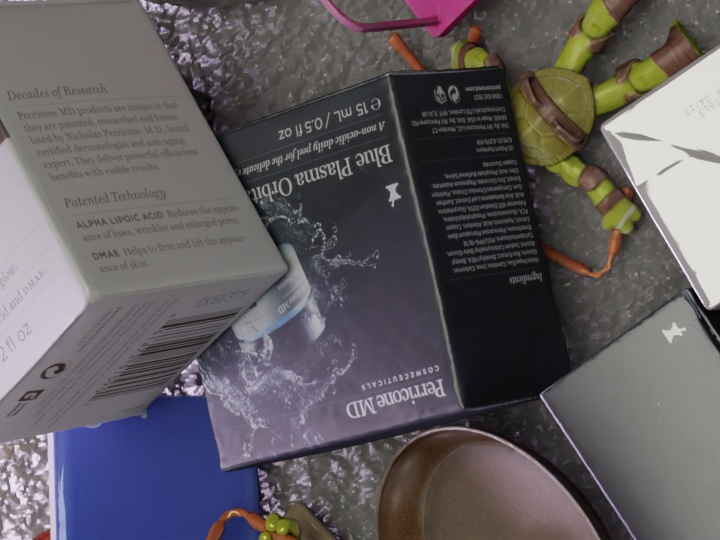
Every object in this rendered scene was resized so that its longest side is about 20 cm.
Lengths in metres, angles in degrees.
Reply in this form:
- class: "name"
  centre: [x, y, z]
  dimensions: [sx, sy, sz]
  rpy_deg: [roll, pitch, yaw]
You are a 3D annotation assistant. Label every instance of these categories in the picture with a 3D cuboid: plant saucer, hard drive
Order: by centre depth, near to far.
- class: "plant saucer"
  centre: [0.091, 0.182, 1.630]
  dimensions: [0.199, 0.032, 0.202]
  rpy_deg: [25, 126, 39]
- class: "hard drive"
  centre: [-0.125, 0.178, 1.689]
  dimensions: [0.131, 0.025, 0.202]
  rpy_deg: [1, 78, -20]

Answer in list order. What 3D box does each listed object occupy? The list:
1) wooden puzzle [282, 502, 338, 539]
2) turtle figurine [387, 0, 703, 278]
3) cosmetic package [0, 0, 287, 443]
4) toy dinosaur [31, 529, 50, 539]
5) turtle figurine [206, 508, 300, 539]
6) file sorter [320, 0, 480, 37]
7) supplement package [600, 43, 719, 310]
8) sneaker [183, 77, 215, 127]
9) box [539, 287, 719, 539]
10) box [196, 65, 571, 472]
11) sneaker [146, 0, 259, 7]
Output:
- class: "wooden puzzle"
  centre: [-0.030, 0.276, 1.710]
  dimensions: [0.200, 0.037, 0.185]
  rpy_deg: [46, 105, 24]
- class: "turtle figurine"
  centre: [0.116, -0.109, 1.644]
  dimensions: [0.161, 0.064, 0.200]
  rpy_deg: [-44, 76, 15]
- class: "cosmetic package"
  centre: [-0.184, -0.030, 1.596]
  dimensions: [0.165, 0.164, 0.201]
  rpy_deg: [-44, 68, 35]
- class: "toy dinosaur"
  centre: [-0.280, 0.223, 1.728]
  dimensions: [0.105, 0.181, 0.201]
  rpy_deg: [35, 101, 17]
- class: "turtle figurine"
  centre: [-0.019, 0.240, 1.643]
  dimensions: [0.160, 0.064, 0.202]
  rpy_deg: [-7, 71, 16]
- class: "file sorter"
  centre: [0.045, -0.248, 1.578]
  dimensions: [0.200, 0.125, 0.139]
  rpy_deg: [-44, 77, 27]
- class: "supplement package"
  centre: [0.235, -0.057, 1.528]
  dimensions: [0.121, 0.200, 0.120]
  rpy_deg: [-34, 78, 17]
- class: "sneaker"
  centre: [-0.125, -0.076, 1.723]
  dimensions: [0.082, 0.077, 0.201]
  rpy_deg: [-29, 81, 11]
- class: "box"
  centre: [0.202, 0.095, 1.540]
  dimensions: [0.104, 0.200, 0.149]
  rpy_deg: [-36, 78, 16]
- class: "box"
  centre: [0.000, 0.000, 1.632]
  dimensions: [0.196, 0.117, 0.202]
  rpy_deg: [-17, 85, 38]
- class: "sneaker"
  centre: [-0.142, -0.216, 1.737]
  dimensions: [0.199, 0.077, 0.083]
  rpy_deg: [10, 87, 19]
